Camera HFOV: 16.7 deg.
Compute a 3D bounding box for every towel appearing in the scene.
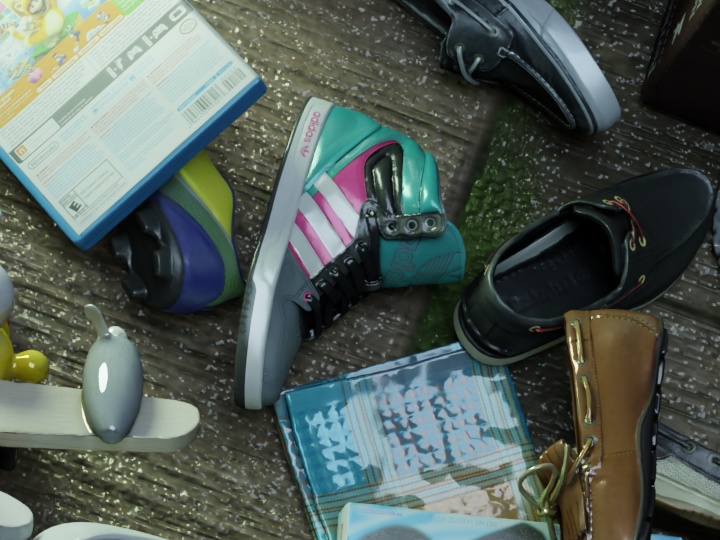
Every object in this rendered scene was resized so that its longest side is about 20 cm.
[{"bbox_3d":[0.044,0.145,1.447,0.146,0.022,0.200,-15,75,-14],"label":"towel"}]

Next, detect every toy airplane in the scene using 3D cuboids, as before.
[{"bbox_3d":[-0.216,0.063,1.315,0.200,0.199,0.141,-8,112,-49],"label":"toy airplane"}]

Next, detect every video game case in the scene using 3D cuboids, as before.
[{"bbox_3d":[-0.168,-0.125,1.447,0.143,0.018,0.200,-42,65,-3],"label":"video game case"}]

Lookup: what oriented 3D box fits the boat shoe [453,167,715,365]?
[{"bbox_3d":[0.146,-0.010,1.489,0.201,0.063,0.074,-29,76,-29],"label":"boat shoe"}]

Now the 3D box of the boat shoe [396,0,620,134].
[{"bbox_3d":[0.075,-0.147,1.533,0.071,0.072,0.200,-41,73,-11],"label":"boat shoe"}]

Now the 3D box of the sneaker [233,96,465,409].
[{"bbox_3d":[0.000,0.000,1.458,0.121,0.084,0.200,14,68,4],"label":"sneaker"}]

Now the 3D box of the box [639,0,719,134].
[{"bbox_3d":[0.292,-0.178,1.506,0.164,0.200,0.166,20,69,-3],"label":"box"}]

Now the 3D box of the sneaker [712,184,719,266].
[{"bbox_3d":[0.263,0.010,1.503,0.075,0.081,0.200,0,70,-9],"label":"sneaker"}]

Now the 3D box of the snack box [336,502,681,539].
[{"bbox_3d":[0.083,0.202,1.408,0.200,0.037,0.116,7,73,-10],"label":"snack box"}]

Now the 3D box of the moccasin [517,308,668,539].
[{"bbox_3d":[0.129,0.115,1.390,0.078,0.074,0.202,5,72,5],"label":"moccasin"}]

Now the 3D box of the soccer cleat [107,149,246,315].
[{"bbox_3d":[-0.118,-0.066,1.476,0.084,0.065,0.200,4,63,-41],"label":"soccer cleat"}]

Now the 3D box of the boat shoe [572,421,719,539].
[{"bbox_3d":[0.221,0.130,1.458,0.200,0.073,0.065,21,74,-3],"label":"boat shoe"}]

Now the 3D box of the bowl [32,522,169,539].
[{"bbox_3d":[-0.136,0.235,1.310,0.200,0.075,0.200,27,83,-41],"label":"bowl"}]
